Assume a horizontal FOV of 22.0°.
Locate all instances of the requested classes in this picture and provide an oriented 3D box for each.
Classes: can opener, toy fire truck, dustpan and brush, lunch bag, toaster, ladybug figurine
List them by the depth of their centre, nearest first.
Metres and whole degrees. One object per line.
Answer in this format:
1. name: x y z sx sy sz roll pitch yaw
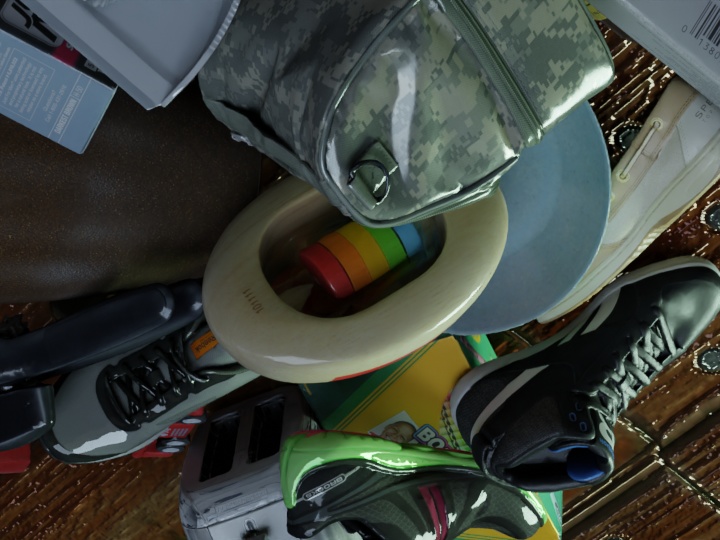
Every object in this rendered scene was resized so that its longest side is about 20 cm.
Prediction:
1. lunch bag: 0.011 -0.116 0.986 0.167 0.200 0.140 -39 122 -7
2. dustpan and brush: -0.094 -0.206 0.990 0.139 0.200 0.057 40 163 -3
3. ladybug figurine: 0.000 0.000 1.083 0.199 0.136 0.072 -27 151 -18
4. can opener: -0.169 0.046 1.114 0.199 0.063 0.079 -26 89 31
5. toy fire truck: -0.187 0.097 1.272 0.139 0.049 0.200 1 162 -15
6. toaster: -0.055 0.168 1.279 0.113 0.200 0.130 -19 109 9

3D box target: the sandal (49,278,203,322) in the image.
1. sandal: -0.105 0.003 1.213 0.198 0.081 0.054 -2 138 2

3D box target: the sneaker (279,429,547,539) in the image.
1. sneaker: 0.031 0.154 1.204 0.198 0.085 0.077 12 173 -27

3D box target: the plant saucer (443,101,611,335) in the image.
1. plant saucer: 0.061 -0.061 1.142 0.199 0.039 0.203 7 110 18

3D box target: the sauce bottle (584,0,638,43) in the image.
1. sauce bottle: 0.146 -0.174 1.054 0.199 0.065 0.065 33 125 -19

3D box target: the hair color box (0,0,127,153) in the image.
1. hair color box: -0.218 -0.159 1.023 0.199 0.100 0.061 27 136 -11

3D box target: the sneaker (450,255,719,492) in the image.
1. sneaker: 0.161 0.077 1.177 0.199 0.112 0.073 -31 124 3

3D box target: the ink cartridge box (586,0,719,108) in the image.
1. ink cartridge box: 0.184 -0.213 1.004 0.199 0.045 0.177 35 84 -17

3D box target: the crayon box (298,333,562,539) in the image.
1. crayon box: 0.052 0.115 1.288 0.118 0.058 0.201 -17 122 19

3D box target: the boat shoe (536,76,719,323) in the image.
1. boat shoe: 0.159 -0.045 1.151 0.069 0.074 0.200 45 127 4

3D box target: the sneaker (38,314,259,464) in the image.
1. sneaker: -0.114 0.056 1.148 0.199 0.079 0.074 -29 87 1

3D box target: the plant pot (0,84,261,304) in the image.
1. plant pot: -0.166 -0.060 1.129 0.198 0.188 0.188 8 129 -13
